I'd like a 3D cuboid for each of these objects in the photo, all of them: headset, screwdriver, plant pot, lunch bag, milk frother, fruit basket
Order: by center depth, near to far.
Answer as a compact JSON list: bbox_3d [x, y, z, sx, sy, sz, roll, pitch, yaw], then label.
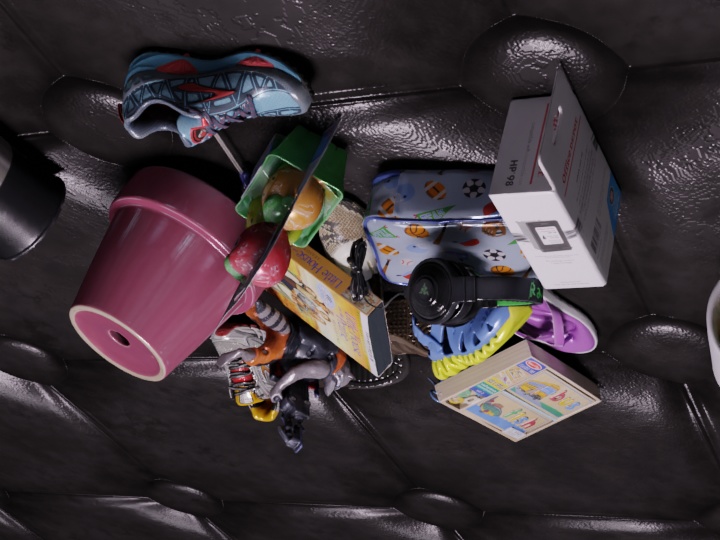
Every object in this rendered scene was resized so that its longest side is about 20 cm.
[{"bbox_3d":[0.085,0.009,1.376,0.199,0.094,0.123,-3,175,16],"label":"headset"},{"bbox_3d":[-0.094,-0.046,1.389,0.094,0.200,0.185,34,148,-4],"label":"fruit basket"},{"bbox_3d":[0.102,-0.039,1.437,0.199,0.076,0.160,3,151,17],"label":"lunch bag"},{"bbox_3d":[-0.130,-0.117,1.455,0.029,0.028,0.200,-22,142,1],"label":"screwdriver"},{"bbox_3d":[-0.469,-0.068,1.514,0.180,0.201,0.188,-9,142,41],"label":"milk frother"},{"bbox_3d":[-0.222,0.015,1.518,0.200,0.179,0.200,26,152,15],"label":"plant pot"}]

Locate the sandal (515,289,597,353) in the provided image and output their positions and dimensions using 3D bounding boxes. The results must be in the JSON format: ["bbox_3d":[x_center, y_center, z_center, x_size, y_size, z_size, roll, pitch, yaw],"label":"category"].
[{"bbox_3d":[0.199,0.056,1.573,0.082,0.050,0.203,-15,139,41],"label":"sandal"}]

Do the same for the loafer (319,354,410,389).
[{"bbox_3d":[-0.018,0.117,1.768,0.199,0.073,0.071,-1,174,29],"label":"loafer"}]

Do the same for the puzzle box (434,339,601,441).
[{"bbox_3d":[0.198,0.151,1.672,0.133,0.025,0.200,-30,145,23],"label":"puzzle box"}]

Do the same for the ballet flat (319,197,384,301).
[{"bbox_3d":[0.000,0.000,1.541,0.068,0.075,0.200,-16,146,-1],"label":"ballet flat"}]

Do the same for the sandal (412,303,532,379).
[{"bbox_3d":[0.115,0.059,1.509,0.087,0.079,0.200,52,147,-1],"label":"sandal"}]

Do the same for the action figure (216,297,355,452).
[{"bbox_3d":[-0.083,0.110,1.654,0.193,0.200,0.105,26,127,-36],"label":"action figure"}]

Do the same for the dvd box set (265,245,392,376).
[{"bbox_3d":[-0.050,0.026,1.560,0.200,0.029,0.146,37,159,24],"label":"dvd box set"}]

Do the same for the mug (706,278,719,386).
[{"bbox_3d":[0.451,0.084,1.427,0.186,0.150,0.153,14,158,14],"label":"mug"}]

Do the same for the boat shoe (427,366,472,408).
[{"bbox_3d":[0.123,0.137,1.723,0.084,0.069,0.200,9,149,10],"label":"boat shoe"}]

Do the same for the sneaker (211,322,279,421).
[{"bbox_3d":[-0.144,0.135,1.824,0.078,0.082,0.200,-1,146,24],"label":"sneaker"}]

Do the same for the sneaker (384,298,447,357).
[{"bbox_3d":[0.059,0.070,1.663,0.199,0.071,0.076,7,168,18],"label":"sneaker"}]

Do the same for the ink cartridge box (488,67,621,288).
[{"bbox_3d":[0.181,-0.085,1.284,0.066,0.116,0.200,-2,145,29],"label":"ink cartridge box"}]

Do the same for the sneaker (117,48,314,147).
[{"bbox_3d":[-0.142,-0.155,1.325,0.199,0.096,0.079,3,148,20],"label":"sneaker"}]
